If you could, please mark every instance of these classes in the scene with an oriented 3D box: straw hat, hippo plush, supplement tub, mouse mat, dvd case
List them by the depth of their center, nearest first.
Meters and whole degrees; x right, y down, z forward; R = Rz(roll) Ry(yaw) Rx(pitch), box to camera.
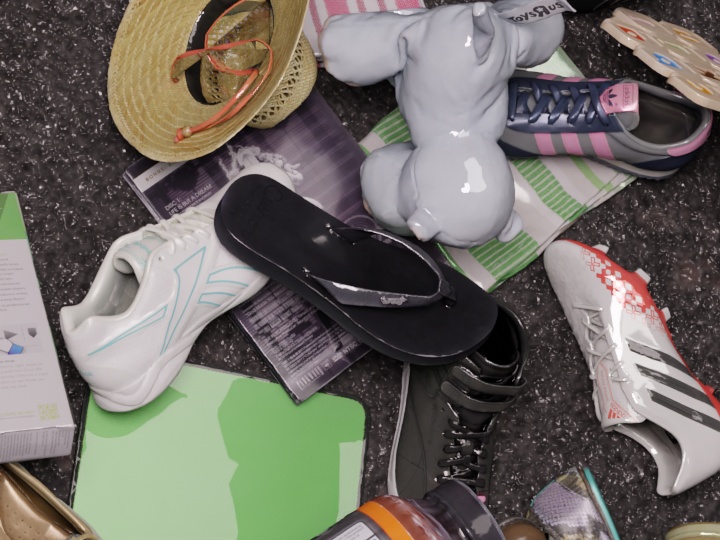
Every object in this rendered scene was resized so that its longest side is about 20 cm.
[{"bbox_3d":[-0.002,0.214,1.354,0.199,0.107,0.107,-31,84,-18],"label":"supplement tub"},{"bbox_3d":[-0.093,0.142,1.415,0.199,0.008,0.162,12,68,-14],"label":"mouse mat"},{"bbox_3d":[0.075,-0.098,1.433,0.159,0.200,0.162,-10,98,-39],"label":"hippo plush"},{"bbox_3d":[-0.076,-0.143,1.443,0.085,0.200,0.202,29,61,-40],"label":"straw hat"},{"bbox_3d":[-0.046,-0.029,1.474,0.148,0.016,0.200,-36,85,-19],"label":"dvd case"}]

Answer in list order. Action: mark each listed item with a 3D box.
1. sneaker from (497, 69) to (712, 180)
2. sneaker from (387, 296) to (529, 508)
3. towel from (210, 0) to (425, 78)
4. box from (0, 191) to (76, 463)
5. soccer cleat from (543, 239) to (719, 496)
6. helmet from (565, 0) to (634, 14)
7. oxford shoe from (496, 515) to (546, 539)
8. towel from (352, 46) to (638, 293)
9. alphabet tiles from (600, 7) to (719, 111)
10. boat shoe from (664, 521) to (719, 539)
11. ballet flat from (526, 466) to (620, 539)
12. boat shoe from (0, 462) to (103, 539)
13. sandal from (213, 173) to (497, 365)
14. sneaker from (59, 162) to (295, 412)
[{"bbox_3d":[0.158,-0.117,1.527,0.199,0.082,0.071,6,71,-17],"label":"sneaker"},{"bbox_3d":[0.068,0.107,1.433,0.070,0.099,0.201,8,71,-19],"label":"sneaker"},{"bbox_3d":[-0.054,-0.216,1.539,0.199,0.030,0.147,-10,75,-22],"label":"towel"},{"bbox_3d":[-0.267,0.036,1.332,0.144,0.036,0.201,-4,50,-20],"label":"box"},{"bbox_3d":[0.187,0.068,1.508,0.085,0.069,0.200,-38,92,-30],"label":"soccer cleat"},{"bbox_3d":[0.187,-0.292,1.560,0.199,0.191,0.201,6,70,-17],"label":"helmet"},{"bbox_3d":[0.100,0.258,1.391,0.072,0.084,0.201,17,72,-23],"label":"oxford shoe"},{"bbox_3d":[0.101,-0.083,1.552,0.200,0.023,0.153,-39,87,-26],"label":"towel"},{"bbox_3d":[0.269,-0.132,1.556,0.195,0.015,0.200,10,27,-42],"label":"alphabet tiles"},{"bbox_3d":[0.297,0.238,1.487,0.200,0.073,0.063,30,60,-16],"label":"boat shoe"},{"bbox_3d":[0.173,0.234,1.454,0.072,0.072,0.201,-26,82,-25],"label":"ballet flat"},{"bbox_3d":[-0.209,0.171,1.328,0.200,0.063,0.073,42,66,2],"label":"boat shoe"},{"bbox_3d":[-0.001,0.000,1.380,0.199,0.043,0.076,25,57,-10],"label":"sandal"},{"bbox_3d":[-0.115,-0.003,1.390,0.200,0.070,0.080,-51,134,-21],"label":"sneaker"}]
